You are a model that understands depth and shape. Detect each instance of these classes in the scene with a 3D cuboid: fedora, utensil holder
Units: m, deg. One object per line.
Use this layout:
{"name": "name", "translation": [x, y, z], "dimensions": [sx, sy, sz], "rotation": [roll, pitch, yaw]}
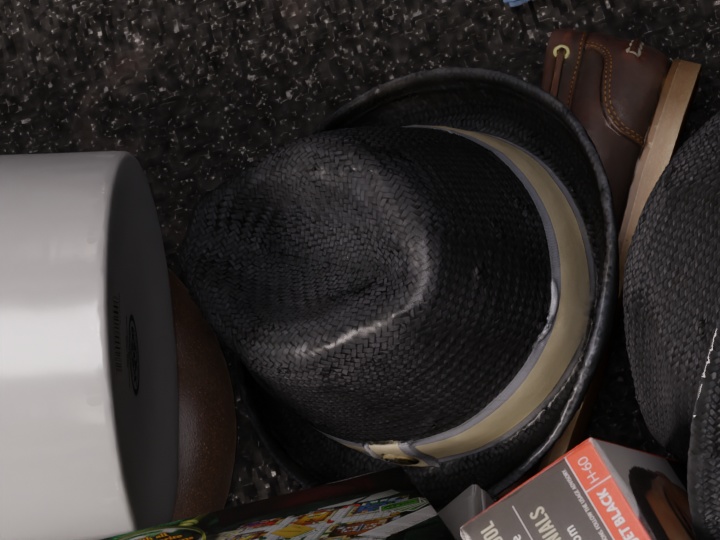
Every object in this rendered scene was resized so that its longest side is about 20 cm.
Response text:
{"name": "fedora", "translation": [0.000, 0.000, 1.023], "dimensions": [0.200, 0.091, 0.202], "rotation": [-16, 66, 39]}
{"name": "fedora", "translation": [0.153, 0.010, 0.942], "dimensions": [0.091, 0.200, 0.201], "rotation": [26, 82, 42]}
{"name": "utensil holder", "translation": [-0.180, 0.039, 1.027], "dimensions": [0.199, 0.170, 0.171], "rotation": [-4, 77, 4]}

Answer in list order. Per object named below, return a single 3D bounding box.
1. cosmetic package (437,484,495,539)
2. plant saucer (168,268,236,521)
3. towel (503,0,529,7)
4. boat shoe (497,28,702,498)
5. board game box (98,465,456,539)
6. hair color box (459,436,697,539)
{"name": "cosmetic package", "translation": [0.072, 0.192, 0.968], "dimensions": [0.090, 0.107, 0.200], "rotation": [-38, 106, 14]}
{"name": "plant saucer", "translation": [-0.152, 0.069, 1.115], "dimensions": [0.199, 0.032, 0.201], "rotation": [-2, 78, 7]}
{"name": "towel", "translation": [0.137, -0.181, 1.087], "dimensions": [0.199, 0.112, 0.049], "rotation": [-11, 35, 6]}
{"name": "boat shoe", "translation": [0.078, -0.002, 1.076], "dimensions": [0.070, 0.070, 0.201], "rotation": [17, 72, 5]}
{"name": "board game box", "translation": [-0.068, 0.114, 0.925], "dimensions": [0.199, 0.105, 0.024], "rotation": [-13, 108, -8]}
{"name": "hair color box", "translation": [0.114, 0.125, 0.969], "dimensions": [0.061, 0.200, 0.102], "rotation": [-35, 72, 14]}
